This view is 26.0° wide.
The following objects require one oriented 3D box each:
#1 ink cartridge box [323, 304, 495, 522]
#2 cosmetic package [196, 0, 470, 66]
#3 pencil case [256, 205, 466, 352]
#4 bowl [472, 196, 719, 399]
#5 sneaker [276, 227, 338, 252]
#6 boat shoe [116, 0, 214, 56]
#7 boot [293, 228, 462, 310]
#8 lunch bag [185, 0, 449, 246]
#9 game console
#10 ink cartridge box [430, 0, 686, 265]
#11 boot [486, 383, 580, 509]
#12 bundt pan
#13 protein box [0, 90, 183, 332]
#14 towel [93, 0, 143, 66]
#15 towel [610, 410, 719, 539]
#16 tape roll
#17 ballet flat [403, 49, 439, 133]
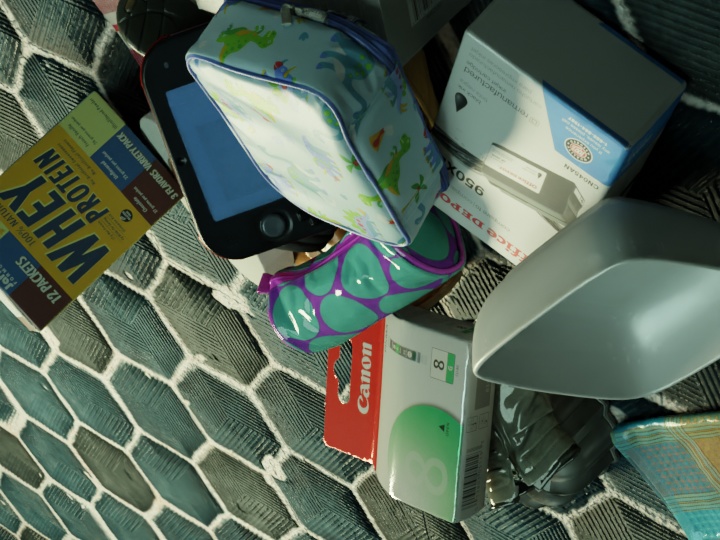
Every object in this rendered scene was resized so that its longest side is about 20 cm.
[{"bbox_3d":[0.028,0.111,1.366,0.199,0.050,0.163,15,109,39],"label":"ink cartridge box"},{"bbox_3d":[-0.030,-0.231,1.162,0.199,0.107,0.091,23,145,34],"label":"cosmetic package"},{"bbox_3d":[0.000,0.000,1.299,0.092,0.086,0.200,31,143,-20],"label":"pencil case"},{"bbox_3d":[0.194,0.018,1.142,0.198,0.075,0.200,10,145,-33],"label":"bowl"},{"bbox_3d":[-0.097,-0.080,1.351,0.198,0.071,0.100,24,115,-4],"label":"sneaker"},{"bbox_3d":[-0.113,-0.179,1.318,0.199,0.076,0.074,34,-176,-9],"label":"boat shoe"},{"bbox_3d":[-0.008,-0.031,1.421,0.199,0.074,0.156,-3,123,50],"label":"boot"},{"bbox_3d":[-0.031,-0.112,1.144,0.160,0.083,0.200,20,158,34],"label":"lunch bag"},{"bbox_3d":[-0.073,-0.118,1.279,0.031,0.175,0.202,-96,-12,-66],"label":"game console"},{"bbox_3d":[0.133,-0.097,1.153,0.144,0.084,0.201,37,151,12],"label":"ink cartridge box"},{"bbox_3d":[0.150,0.106,1.327,0.131,0.067,0.200,54,128,19],"label":"boot"},{"bbox_3d":[0.139,0.144,1.459,0.201,0.076,0.203,31,147,23],"label":"bundt pan"},{"bbox_3d":[-0.302,-0.054,1.569,0.135,0.198,0.200,48,169,-9],"label":"protein box"},{"bbox_3d":[-0.182,-0.190,1.449,0.201,0.023,0.144,56,164,-21],"label":"towel"},{"bbox_3d":[0.319,0.179,1.339,0.147,0.022,0.199,52,149,-14],"label":"towel"},{"bbox_3d":[-0.137,-0.073,1.485,0.203,0.037,0.203,50,168,15],"label":"tape roll"},{"bbox_3d":[0.041,-0.107,1.269,0.068,0.063,0.201,0,130,37],"label":"ballet flat"}]
